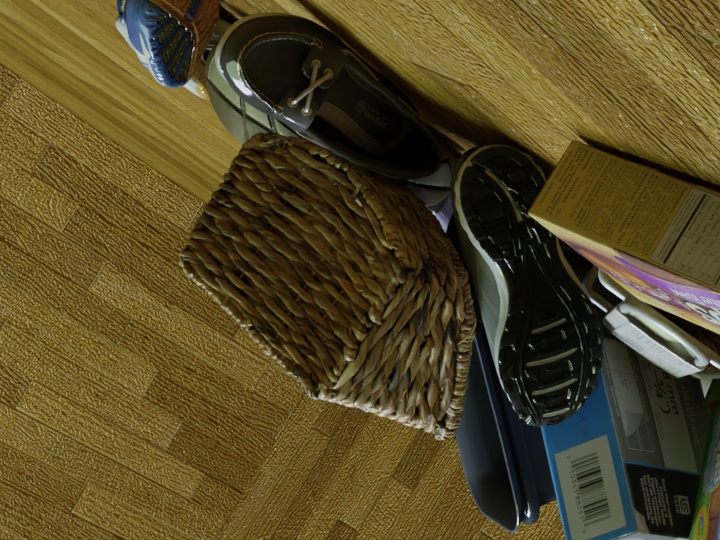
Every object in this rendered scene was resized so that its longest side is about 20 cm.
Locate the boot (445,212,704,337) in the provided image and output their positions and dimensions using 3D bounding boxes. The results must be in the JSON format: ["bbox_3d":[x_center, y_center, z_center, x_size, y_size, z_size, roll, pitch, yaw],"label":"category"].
[{"bbox_3d":[0.140,0.016,1.527,0.200,0.097,0.075,34,-169,-10],"label":"boot"}]

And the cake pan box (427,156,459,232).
[{"bbox_3d":[0.008,-0.087,1.700,0.200,0.052,0.184,30,174,19],"label":"cake pan box"}]

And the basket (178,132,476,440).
[{"bbox_3d":[0.000,0.000,1.504,0.149,0.143,0.200,20,-165,-45],"label":"basket"}]

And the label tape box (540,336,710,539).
[{"bbox_3d":[0.213,0.133,1.544,0.063,0.144,0.200,-25,155,34],"label":"label tape box"}]

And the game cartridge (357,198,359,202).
[{"bbox_3d":[0.013,-0.076,1.939,0.129,0.038,0.200,27,176,10],"label":"game cartridge"}]

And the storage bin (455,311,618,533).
[{"bbox_3d":[0.140,0.081,1.664,0.146,0.134,0.200,-163,59,-75],"label":"storage bin"}]

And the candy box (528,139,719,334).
[{"bbox_3d":[0.200,-0.003,1.208,0.117,0.057,0.200,34,177,-37],"label":"candy box"}]

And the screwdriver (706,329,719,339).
[{"bbox_3d":[0.307,0.072,1.603,0.200,0.029,0.028,38,170,-27],"label":"screwdriver"}]

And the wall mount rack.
[{"bbox_3d":[0.230,0.037,1.405,0.174,0.075,0.200,35,177,3],"label":"wall mount rack"}]

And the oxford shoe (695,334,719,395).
[{"bbox_3d":[0.252,0.061,1.710,0.074,0.071,0.200,0,166,9],"label":"oxford shoe"}]

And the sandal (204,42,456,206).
[{"bbox_3d":[-0.021,-0.109,1.579,0.200,0.080,0.054,24,-147,-1],"label":"sandal"}]

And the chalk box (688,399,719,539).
[{"bbox_3d":[0.296,0.150,1.438,0.124,0.125,0.200,13,166,-8],"label":"chalk box"}]

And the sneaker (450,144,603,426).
[{"bbox_3d":[0.109,0.008,1.449,0.079,0.074,0.200,-133,27,-75],"label":"sneaker"}]

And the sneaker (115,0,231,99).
[{"bbox_3d":[-0.148,-0.177,1.570,0.088,0.075,0.200,31,176,13],"label":"sneaker"}]

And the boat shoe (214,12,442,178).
[{"bbox_3d":[-0.013,-0.111,1.404,0.057,0.067,0.200,36,-174,38],"label":"boat shoe"}]

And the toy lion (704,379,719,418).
[{"bbox_3d":[0.352,0.131,1.577,0.200,0.069,0.192,15,152,24],"label":"toy lion"}]
